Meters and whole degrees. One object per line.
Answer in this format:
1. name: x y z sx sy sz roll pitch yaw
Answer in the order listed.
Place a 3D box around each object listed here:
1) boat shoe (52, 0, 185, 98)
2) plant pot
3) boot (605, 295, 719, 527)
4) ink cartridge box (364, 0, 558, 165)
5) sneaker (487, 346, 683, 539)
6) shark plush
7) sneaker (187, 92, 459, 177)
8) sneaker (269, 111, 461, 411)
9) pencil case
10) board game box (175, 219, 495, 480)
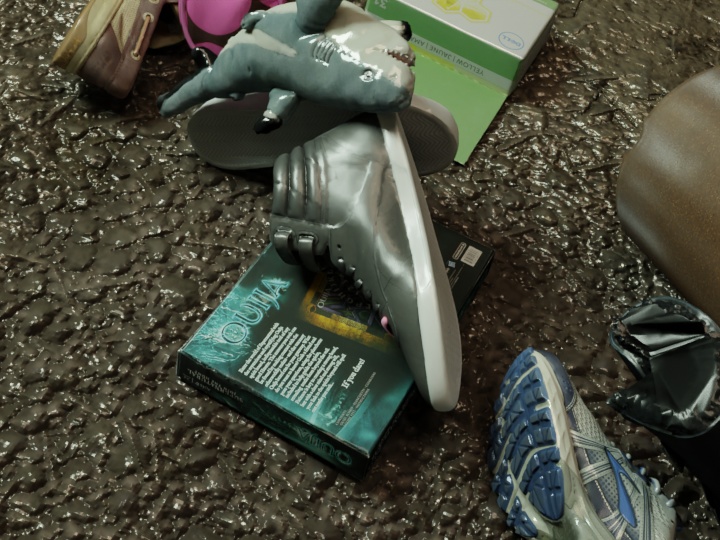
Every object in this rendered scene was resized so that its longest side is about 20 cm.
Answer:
1. boat shoe: -0.166 -0.202 0.870 0.072 0.072 0.201 34 38 -15
2. plant pot: 0.284 -0.028 0.741 0.197 0.203 0.199 -12 39 -24
3. boot: 0.207 0.123 0.598 0.076 0.168 0.202 -33 38 15
4. ink cartridge box: 0.066 -0.188 0.927 0.144 0.048 0.201 27 45 9
5. sneaker: 0.136 0.138 0.648 0.084 0.077 0.203 2 55 -26
6. shark plush: -0.057 -0.129 0.721 0.197 0.091 0.085 -3 74 18
7. sneaker: -0.015 -0.126 0.803 0.197 0.075 0.116 6 42 19
8. sneaker: 0.000 0.000 0.694 0.098 0.071 0.203 -17 69 9
9. pencil case: -0.093 -0.234 0.862 0.089 0.095 0.201 5 32 -6
10. board game box: -0.010 0.025 0.726 0.134 0.028 0.201 27 48 12
